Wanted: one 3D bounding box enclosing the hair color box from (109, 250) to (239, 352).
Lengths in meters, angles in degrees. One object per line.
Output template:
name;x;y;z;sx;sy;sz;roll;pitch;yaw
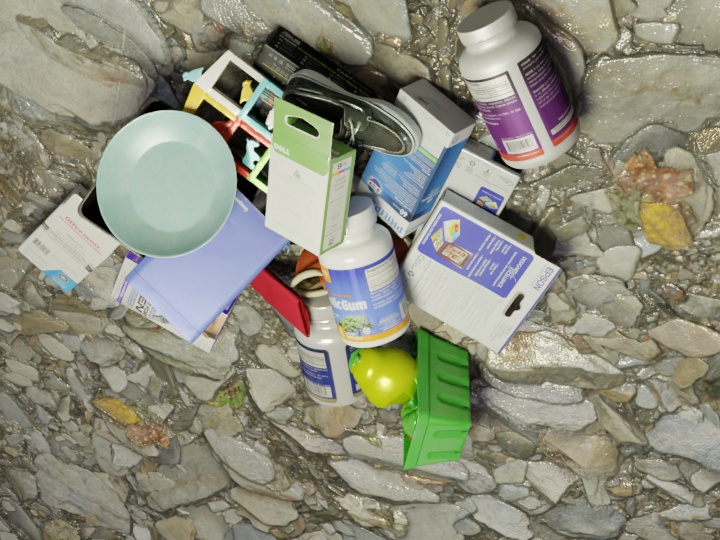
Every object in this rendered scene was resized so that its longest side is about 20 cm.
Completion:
hair color box;-0.318;0.043;1.891;0.199;0.065;0.110;29;131;-4

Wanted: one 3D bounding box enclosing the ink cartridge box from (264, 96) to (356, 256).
ink cartridge box;-0.067;-0.132;1.477;0.103;0.059;0.202;29;129;29

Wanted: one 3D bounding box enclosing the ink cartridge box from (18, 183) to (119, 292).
ink cartridge box;-0.474;-0.062;1.865;0.116;0.068;0.199;44;130;-15

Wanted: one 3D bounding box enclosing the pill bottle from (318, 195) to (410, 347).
pill bottle;0.000;0.000;1.605;0.111;0.112;0.202;-4;117;24

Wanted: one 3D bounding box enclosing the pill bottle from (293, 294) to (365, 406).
pill bottle;-0.045;0.110;1.797;0.118;0.120;0.202;6;129;18

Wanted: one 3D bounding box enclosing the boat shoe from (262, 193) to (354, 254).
boat shoe;-0.089;-0.075;1.698;0.198;0.069;0.085;-16;120;31

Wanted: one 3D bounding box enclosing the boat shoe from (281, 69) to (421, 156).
boat shoe;-0.017;-0.197;1.484;0.198;0.071;0.072;24;134;5

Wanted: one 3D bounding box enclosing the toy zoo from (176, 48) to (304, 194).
toy zoo;-0.163;-0.211;1.531;0.199;0.020;0.132;36;105;-8

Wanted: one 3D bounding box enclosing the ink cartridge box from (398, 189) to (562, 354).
ink cartridge box;0.166;0.004;1.627;0.199;0.047;0.198;28;130;-3

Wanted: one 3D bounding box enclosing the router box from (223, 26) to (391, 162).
router box;-0.076;-0.226;1.575;0.199;0.062;0.150;34;129;-6

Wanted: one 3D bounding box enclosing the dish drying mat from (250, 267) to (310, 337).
dish drying mat;-0.139;0.030;1.760;0.200;0.018;0.077;37;147;46

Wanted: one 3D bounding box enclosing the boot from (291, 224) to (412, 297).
boot;-0.014;-0.007;1.701;0.198;0.108;0.076;-11;121;27

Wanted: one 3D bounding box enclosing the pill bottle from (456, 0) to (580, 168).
pill bottle;0.199;-0.239;1.423;0.112;0.113;0.201;-14;120;30

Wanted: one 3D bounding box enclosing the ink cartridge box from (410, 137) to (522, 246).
ink cartridge box;0.152;-0.093;1.609;0.099;0.039;0.201;26;131;0

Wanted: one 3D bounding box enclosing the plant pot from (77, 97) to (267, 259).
plant pot;-0.275;-0.115;1.642;0.199;0.177;0.200;34;90;-9

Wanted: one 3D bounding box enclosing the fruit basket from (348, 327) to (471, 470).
fruit basket;0.071;0.194;1.760;0.213;0.216;0.157;18;132;7

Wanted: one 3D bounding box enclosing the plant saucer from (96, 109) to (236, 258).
plant saucer;-0.262;-0.117;1.521;0.199;0.039;0.204;-1;86;8

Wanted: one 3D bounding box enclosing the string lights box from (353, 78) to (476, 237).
string lights box;0.073;-0.155;1.555;0.103;0.059;0.201;42;135;17

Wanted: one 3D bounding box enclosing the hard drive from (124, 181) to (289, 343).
hard drive;-0.215;-0.016;1.555;0.132;0.025;0.200;44;89;-8
